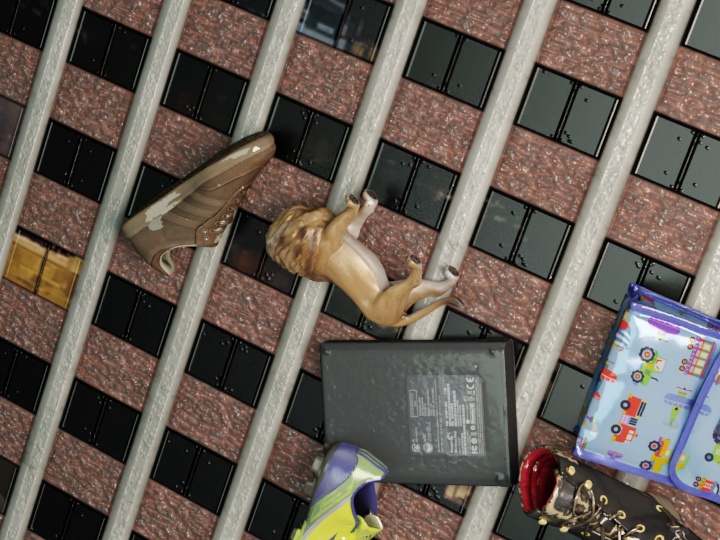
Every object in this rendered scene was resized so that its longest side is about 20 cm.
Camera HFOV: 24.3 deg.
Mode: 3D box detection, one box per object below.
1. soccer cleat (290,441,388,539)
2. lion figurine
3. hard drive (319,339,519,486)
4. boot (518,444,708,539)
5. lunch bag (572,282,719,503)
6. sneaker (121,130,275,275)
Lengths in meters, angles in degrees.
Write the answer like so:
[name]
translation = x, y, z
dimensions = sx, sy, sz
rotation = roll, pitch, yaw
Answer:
[soccer cleat]
translation = -0.023, 0.262, 1.657
dimensions = 0.083, 0.065, 0.202
rotation = 20, 120, 11
[lion figurine]
translation = 0.000, 0.000, 1.637
dimensions = 0.200, 0.072, 0.123
rotation = 46, 118, 9
[hard drive]
translation = 0.056, 0.139, 1.644
dimensions = 0.198, 0.033, 0.142
rotation = -1, 95, 24
[boot]
translation = 0.225, 0.227, 1.465
dimensions = 0.149, 0.200, 0.074
rotation = 26, 103, -15
[lunch bag]
translation = 0.310, 0.122, 1.512
dimensions = 0.198, 0.094, 0.152
rotation = 20, 103, 4
[sneaker]
translation = -0.152, -0.069, 1.709
dimensions = 0.199, 0.071, 0.076
rotation = -31, 102, 27
